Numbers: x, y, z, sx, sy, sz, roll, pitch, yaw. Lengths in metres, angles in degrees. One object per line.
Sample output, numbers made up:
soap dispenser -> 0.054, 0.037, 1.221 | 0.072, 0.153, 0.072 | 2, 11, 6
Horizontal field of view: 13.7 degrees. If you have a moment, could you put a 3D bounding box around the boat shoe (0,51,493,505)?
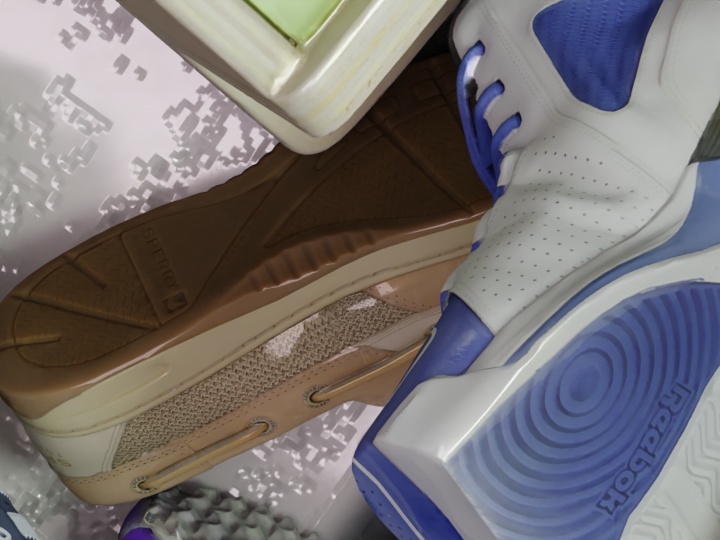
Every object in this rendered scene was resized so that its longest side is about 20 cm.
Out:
boat shoe -> 0.000, 0.000, 0.809 | 0.200, 0.071, 0.065 | -23, 130, 4

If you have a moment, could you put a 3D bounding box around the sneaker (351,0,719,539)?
sneaker -> 0.058, -0.011, 0.701 | 0.199, 0.115, 0.081 | -48, 128, -24

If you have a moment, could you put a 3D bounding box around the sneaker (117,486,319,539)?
sneaker -> -0.011, 0.154, 0.829 | 0.100, 0.070, 0.200 | -44, 90, 15

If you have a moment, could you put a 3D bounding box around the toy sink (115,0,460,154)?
toy sink -> -0.019, -0.118, 0.708 | 0.130, 0.112, 0.200 | -50, 120, -2

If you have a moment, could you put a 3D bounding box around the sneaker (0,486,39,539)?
sneaker -> -0.113, 0.051, 0.724 | 0.070, 0.200, 0.109 | -19, 113, -16
